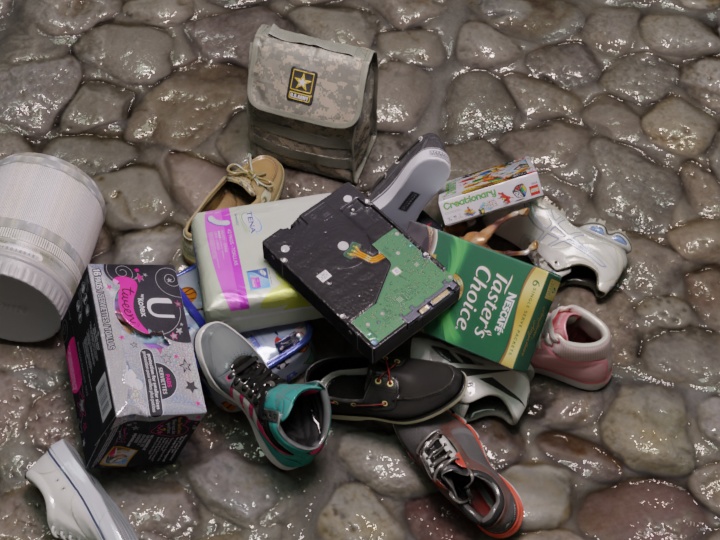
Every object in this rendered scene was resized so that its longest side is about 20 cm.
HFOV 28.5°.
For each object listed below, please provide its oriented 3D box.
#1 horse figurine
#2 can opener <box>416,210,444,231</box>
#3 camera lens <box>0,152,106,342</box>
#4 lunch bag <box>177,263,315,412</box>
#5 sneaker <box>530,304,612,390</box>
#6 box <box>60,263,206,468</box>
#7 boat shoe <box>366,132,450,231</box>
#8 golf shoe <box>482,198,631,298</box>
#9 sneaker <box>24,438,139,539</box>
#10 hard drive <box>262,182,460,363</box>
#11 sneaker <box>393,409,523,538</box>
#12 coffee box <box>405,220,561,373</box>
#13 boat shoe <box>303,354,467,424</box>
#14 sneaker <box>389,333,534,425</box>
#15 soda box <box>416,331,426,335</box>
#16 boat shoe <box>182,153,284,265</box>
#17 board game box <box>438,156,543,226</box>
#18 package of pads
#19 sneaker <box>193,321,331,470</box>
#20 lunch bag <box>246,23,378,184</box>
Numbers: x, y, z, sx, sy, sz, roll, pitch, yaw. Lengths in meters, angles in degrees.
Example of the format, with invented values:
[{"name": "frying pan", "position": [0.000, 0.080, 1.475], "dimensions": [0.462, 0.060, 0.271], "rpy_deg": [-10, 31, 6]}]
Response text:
[{"name": "horse figurine", "position": [0.151, 0.012, 1.704], "dimensions": [0.132, 0.050, 0.202], "rpy_deg": [-14, 64, 30]}, {"name": "can opener", "position": [0.090, -0.040, 1.827], "dimensions": [0.078, 0.064, 0.200], "rpy_deg": [-28, 57, -19]}, {"name": "camera lens", "position": [-0.414, -0.033, 1.769], "dimensions": [0.158, 0.161, 0.201], "rpy_deg": [6, 52, 6]}, {"name": "lunch bag", "position": [-0.156, 0.072, 1.740], "dimensions": [0.159, 0.076, 0.200], "rpy_deg": [-29, 56, -17]}, {"name": "sneaker", "position": [0.210, 0.076, 1.711], "dimensions": [0.198, 0.105, 0.076], "rpy_deg": [13, 55, 12]}, {"name": "box", "position": [-0.264, 0.109, 1.644], "dimensions": [0.114, 0.132, 0.201], "rpy_deg": [0, 56, -29]}, {"name": "boat shoe", "position": [0.043, -0.099, 1.806], "dimensions": [0.069, 0.200, 0.067], "rpy_deg": [19, 42, -25]}, {"name": "golf shoe", "position": [0.242, -0.029, 1.812], "dimensions": [0.198, 0.079, 0.098], "rpy_deg": [17, 61, 16]}, {"name": "sneaker", "position": [-0.309, 0.282, 1.594], "dimensions": [0.071, 0.073, 0.200], "rpy_deg": [-40, 56, -4]}, {"name": "hard drive", "position": [0.000, 0.000, 1.637], "dimensions": [0.139, 0.038, 0.200], "rpy_deg": [-36, 61, -23]}, {"name": "sneaker", "position": [0.105, 0.216, 1.604], "dimensions": [0.200, 0.082, 0.077], "rpy_deg": [42, 96, 28]}, {"name": "coffee box", "position": [0.124, 0.028, 1.652], "dimensions": [0.199, 0.044, 0.124], "rpy_deg": [23, 92, 31]}, {"name": "boat shoe", "position": [0.027, 0.133, 1.647], "dimensions": [0.200, 0.063, 0.074], "rpy_deg": [-5, 51, 29]}, {"name": "sneaker", "position": [0.104, 0.135, 1.685], "dimensions": [0.198, 0.074, 0.089], "rpy_deg": [9, 51, 8]}, {"name": "soda box", "position": [0.014, 0.012, 1.782], "dimensions": [0.199, 0.069, 0.064], "rpy_deg": [26, 49, 19]}, {"name": "boat shoe", "position": [-0.165, -0.089, 1.869], "dimensions": [0.073, 0.063, 0.201], "rpy_deg": [22, 56, 18]}, {"name": "board game box", "position": [0.163, -0.103, 1.797], "dimensions": [0.125, 0.035, 0.200], "rpy_deg": [-17, 8, 6]}, {"name": "package of pads", "position": [-0.099, -0.012, 1.712], "dimensions": [0.198, 0.069, 0.155], "rpy_deg": [-8, 52, -8]}, {"name": "sneaker", "position": [-0.103, 0.136, 1.601], "dimensions": [0.084, 0.120, 0.201], "rpy_deg": [-42, 100, -32]}, {"name": "lunch bag", "position": [-0.064, -0.230, 1.889], "dimensions": [0.163, 0.201, 0.118], "rpy_deg": [15, 53, 11]}]
